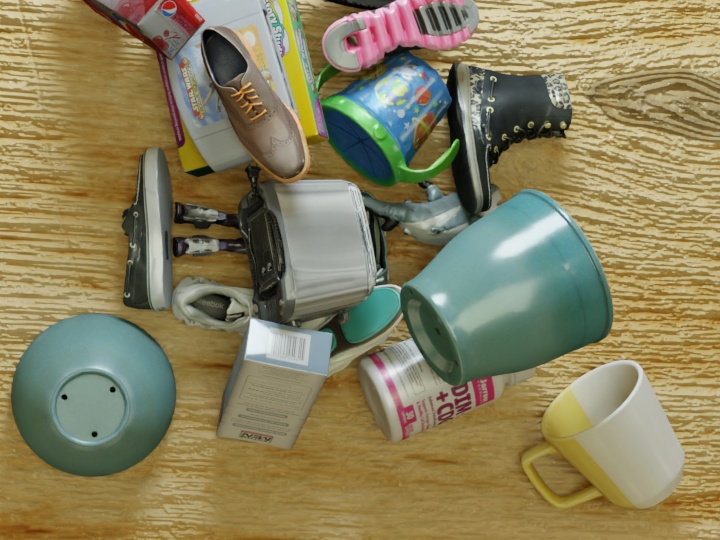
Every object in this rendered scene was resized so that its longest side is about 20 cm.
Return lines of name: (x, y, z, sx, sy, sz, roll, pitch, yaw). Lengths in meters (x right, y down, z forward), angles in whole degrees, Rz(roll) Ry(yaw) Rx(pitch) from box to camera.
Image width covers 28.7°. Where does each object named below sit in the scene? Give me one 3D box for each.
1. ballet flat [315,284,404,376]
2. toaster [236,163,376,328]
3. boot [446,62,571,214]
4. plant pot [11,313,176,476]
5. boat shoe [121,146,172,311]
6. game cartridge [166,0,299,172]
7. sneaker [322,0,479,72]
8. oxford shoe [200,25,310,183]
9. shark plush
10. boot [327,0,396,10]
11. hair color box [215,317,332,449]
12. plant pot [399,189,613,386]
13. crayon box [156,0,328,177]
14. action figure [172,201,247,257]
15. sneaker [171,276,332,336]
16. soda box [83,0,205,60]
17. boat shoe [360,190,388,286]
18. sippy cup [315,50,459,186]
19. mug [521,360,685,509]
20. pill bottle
ballet flat: (-0.011, 0.082, 1.726, 0.200, 0.069, 0.069, -35, 97, 23)
toaster: (-0.064, -0.031, 1.662, 0.129, 0.114, 0.200, -5, 76, -27)
boot: (0.191, -0.167, 1.751, 0.154, 0.073, 0.204, 0, 66, -11)
plant pot: (-0.318, 0.154, 1.673, 0.200, 0.135, 0.200, 0, 91, -9)
boat shoe: (-0.262, -0.050, 1.710, 0.057, 0.069, 0.200, -2, 87, 6)
game cartridge: (-0.153, -0.223, 1.640, 0.133, 0.042, 0.200, -18, 84, 7)
sneaker: (0.043, -0.293, 1.702, 0.200, 0.095, 0.079, -14, 99, -10)
oxford shoe: (-0.126, -0.185, 1.577, 0.071, 0.073, 0.200, -34, 81, 9)
shark plush: (0.086, -0.073, 1.757, 0.200, 0.091, 0.083, 0, 75, -14)
boot: (0.024, -0.401, 1.734, 0.211, 0.079, 0.158, 4, 97, -23)
hair color box: (-0.105, 0.138, 1.674, 0.099, 0.200, 0.061, 12, 55, -9)
plant pot: (0.157, 0.035, 1.629, 0.188, 0.200, 0.200, -27, 96, -18)
crayon box: (-0.146, -0.231, 1.687, 0.172, 0.058, 0.200, -14, 85, 11)
action figure: (-0.129, -0.043, 1.731, 0.200, 0.069, 0.130, 2, 79, -13)
sneaker: (-0.131, 0.052, 1.727, 0.200, 0.081, 0.075, 6, 89, -10)
soda box: (-0.266, -0.316, 1.637, 0.063, 0.200, 0.070, -50, 136, -4)
boat shoe: (0.000, 0.000, 1.754, 0.073, 0.062, 0.200, -1, 93, -12)
sippy cup: (0.036, -0.195, 1.727, 0.130, 0.140, 0.178, -46, 107, -16)
mug: (0.320, 0.222, 1.791, 0.153, 0.187, 0.149, 52, 51, -15)
pill bottle: (0.107, 0.126, 1.746, 0.200, 0.113, 0.113, -22, 95, -11)
